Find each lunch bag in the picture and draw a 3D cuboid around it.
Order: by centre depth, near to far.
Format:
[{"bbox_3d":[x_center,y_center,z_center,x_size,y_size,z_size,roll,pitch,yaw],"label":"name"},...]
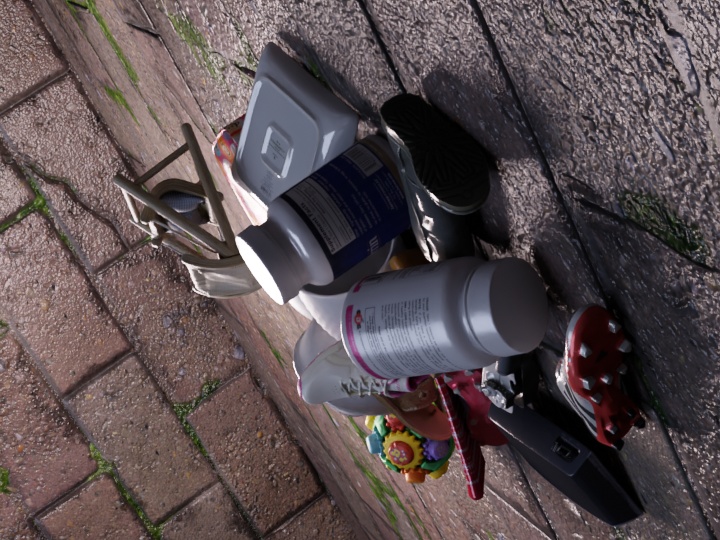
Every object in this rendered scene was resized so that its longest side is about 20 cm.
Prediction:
[{"bbox_3d":[-0.117,-0.117,1.803,0.201,0.082,0.176,56,167,-1],"label":"lunch bag"}]

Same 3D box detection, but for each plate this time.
[{"bbox_3d":[-0.092,-0.147,1.640,0.200,0.032,0.201,43,128,37],"label":"plate"}]

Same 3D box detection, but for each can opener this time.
[{"bbox_3d":[0.162,0.083,1.479,0.053,0.066,0.201,42,154,33],"label":"can opener"}]

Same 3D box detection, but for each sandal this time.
[{"bbox_3d":[0.061,0.148,1.737,0.211,0.070,0.078,31,-152,-25],"label":"sandal"}]

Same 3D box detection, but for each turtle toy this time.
[{"bbox_3d":[0.085,0.227,1.947,0.145,0.101,0.200,37,124,5],"label":"turtle toy"}]

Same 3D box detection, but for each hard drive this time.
[{"bbox_3d":[0.229,0.218,1.553,0.135,0.042,0.200,49,172,-29],"label":"hard drive"}]

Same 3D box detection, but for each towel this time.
[{"bbox_3d":[0.123,0.189,1.752,0.145,0.022,0.201,-59,-50,-79],"label":"towel"}]

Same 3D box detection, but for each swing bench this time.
[{"bbox_3d":[-0.206,-0.057,1.765,0.200,0.130,0.199,50,170,8],"label":"swing bench"}]

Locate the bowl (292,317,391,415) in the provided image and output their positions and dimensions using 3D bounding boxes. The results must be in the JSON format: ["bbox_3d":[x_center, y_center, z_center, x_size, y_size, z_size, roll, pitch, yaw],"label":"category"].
[{"bbox_3d":[0.010,0.097,1.841,0.201,0.200,0.091,46,140,37],"label":"bowl"}]

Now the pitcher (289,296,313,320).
[{"bbox_3d":[-0.068,-0.025,1.971,0.201,0.121,0.172,62,-170,20],"label":"pitcher"}]

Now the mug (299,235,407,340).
[{"bbox_3d":[0.000,0.000,1.722,0.176,0.147,0.201,60,-161,-50],"label":"mug"}]

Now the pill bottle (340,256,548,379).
[{"bbox_3d":[0.085,0.048,1.376,0.199,0.113,0.114,-11,116,44],"label":"pill bottle"}]

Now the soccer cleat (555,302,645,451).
[{"bbox_3d":[0.215,0.094,1.276,0.085,0.069,0.200,39,164,41],"label":"soccer cleat"}]

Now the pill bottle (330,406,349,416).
[{"bbox_3d":[0.003,0.169,2.126,0.114,0.113,0.200,55,167,3],"label":"pill bottle"}]

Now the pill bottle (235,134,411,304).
[{"bbox_3d":[-0.035,-0.055,1.519,0.116,0.200,0.116,52,168,16],"label":"pill bottle"}]

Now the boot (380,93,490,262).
[{"bbox_3d":[0.085,-0.062,1.355,0.201,0.072,0.182,79,168,-47],"label":"boot"}]

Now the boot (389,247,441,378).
[{"bbox_3d":[0.077,0.043,1.543,0.144,0.071,0.201,55,-168,6],"label":"boot"}]

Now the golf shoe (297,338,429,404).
[{"bbox_3d":[0.017,0.120,1.636,0.075,0.199,0.092,55,-170,-47],"label":"golf shoe"}]

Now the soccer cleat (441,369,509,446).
[{"bbox_3d":[0.151,0.152,1.711,0.200,0.066,0.077,57,-155,-44],"label":"soccer cleat"}]
